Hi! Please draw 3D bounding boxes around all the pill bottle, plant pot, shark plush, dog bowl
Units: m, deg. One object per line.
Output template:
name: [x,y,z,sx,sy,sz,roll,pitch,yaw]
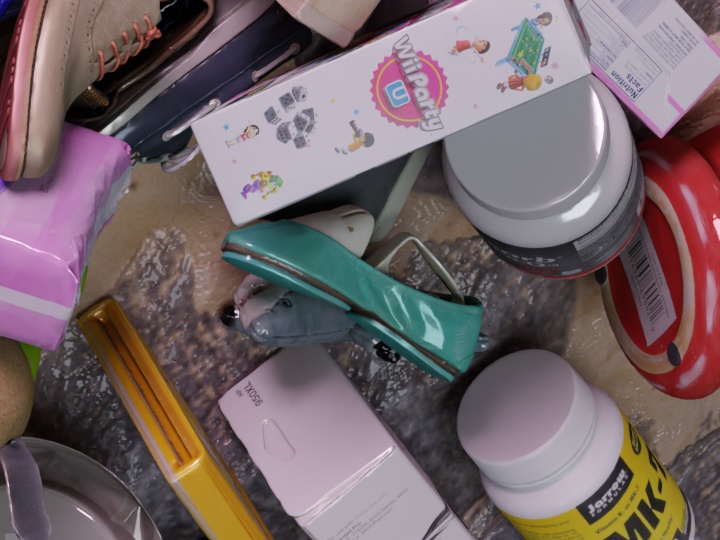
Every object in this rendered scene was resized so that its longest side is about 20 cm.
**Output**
pill bottle: [0.155,0.150,1.472,0.114,0.114,0.200,-40,131,1]
plant pot: [0.271,-0.011,1.373,0.182,0.201,0.201,-8,124,-21]
shark plush: [-0.005,0.040,1.328,0.200,0.083,0.091,27,105,-39]
pill bottle: [0.112,-0.065,1.245,0.116,0.116,0.200,-42,165,3]
dog bowl: [-0.209,0.204,1.274,0.200,0.200,0.059,-42,174,2]

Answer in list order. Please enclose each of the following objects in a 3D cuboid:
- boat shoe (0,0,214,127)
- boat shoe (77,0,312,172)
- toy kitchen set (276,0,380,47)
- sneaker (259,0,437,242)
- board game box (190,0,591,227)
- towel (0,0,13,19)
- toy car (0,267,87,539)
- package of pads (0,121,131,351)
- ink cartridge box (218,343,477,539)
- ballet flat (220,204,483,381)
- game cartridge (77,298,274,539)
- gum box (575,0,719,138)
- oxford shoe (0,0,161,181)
boat shoe: [-0.171,-0.117,1.137,0.200,0.072,0.072,-37,131,-2]
boat shoe: [-0.115,-0.095,1.185,0.200,0.075,0.062,-42,121,-9]
toy kitchen set: [-0.067,-0.256,1.029,0.200,0.181,0.163,26,105,-38]
sneaker: [-0.008,-0.105,1.234,0.106,0.075,0.201,3,120,-30]
board game box: [0.022,-0.100,1.085,0.199,0.148,0.064,-23,99,10]
towel: [-0.205,-0.214,1.003,0.148,0.050,0.200,40,111,-1]
toy car: [-0.236,0.071,1.130,0.164,0.200,0.158,7,134,-31]
package of pads: [-0.229,-0.043,1.070,0.199,0.121,0.076,18,127,-3]
ink cartridge box: [0.007,0.157,1.374,0.084,0.145,0.200,-39,132,-2]
ballet flat: [0.000,0.000,1.253,0.200,0.067,0.071,30,82,-34]
game cartridge: [-0.095,0.131,1.279,0.032,0.176,0.200,-35,132,-3]
gum box: [0.132,-0.174,1.238,0.066,0.114,0.200,-46,130,7]
oxford shoe: [-0.141,-0.130,1.064,0.075,0.201,0.070,18,152,-12]
